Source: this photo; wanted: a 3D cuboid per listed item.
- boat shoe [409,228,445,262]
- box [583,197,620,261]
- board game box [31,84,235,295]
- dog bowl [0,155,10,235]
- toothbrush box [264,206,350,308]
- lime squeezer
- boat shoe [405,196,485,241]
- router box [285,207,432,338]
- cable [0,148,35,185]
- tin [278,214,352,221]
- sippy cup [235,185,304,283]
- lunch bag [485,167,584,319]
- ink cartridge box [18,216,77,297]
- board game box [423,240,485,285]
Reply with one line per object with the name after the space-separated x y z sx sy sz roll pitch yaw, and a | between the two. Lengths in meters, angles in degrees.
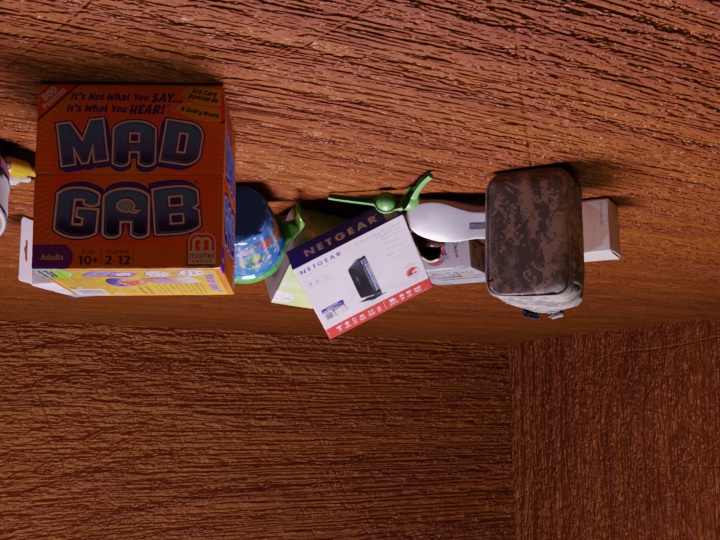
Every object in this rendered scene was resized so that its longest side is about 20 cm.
0.117 -0.051 1.728 0.074 0.076 0.202 -1 171 3 | boat shoe
0.331 -0.061 1.631 0.198 0.096 0.078 -7 168 27 | box
-0.248 -0.084 1.112 0.197 0.202 0.200 0 171 -4 | board game box
-0.516 -0.113 1.167 0.198 0.075 0.201 8 153 4 | dog bowl
-0.049 -0.011 1.665 0.198 0.086 0.146 10 126 -31 | toothbrush box
0.044 -0.110 1.481 0.198 0.038 0.070 -7 168 39 | lime squeezer
0.171 -0.086 1.561 0.197 0.069 0.057 4 -151 2 | boat shoe
0.000 0.000 1.601 0.198 0.049 0.180 -27 133 0 | router box
-0.429 -0.125 1.308 0.097 0.051 0.199 -12 164 43 | cable
-0.070 -0.069 1.733 0.198 0.042 0.112 3 174 -21 | tin
-0.185 -0.064 1.500 0.139 0.178 0.131 38 165 12 | sippy cup
0.269 -0.037 1.440 0.138 0.203 0.167 -5 169 27 | lunch bag
-0.525 -0.023 1.725 0.066 0.117 0.200 -2 171 11 | ink cartridge box
0.189 -0.015 1.991 0.146 0.065 0.200 -6 171 24 | board game box
